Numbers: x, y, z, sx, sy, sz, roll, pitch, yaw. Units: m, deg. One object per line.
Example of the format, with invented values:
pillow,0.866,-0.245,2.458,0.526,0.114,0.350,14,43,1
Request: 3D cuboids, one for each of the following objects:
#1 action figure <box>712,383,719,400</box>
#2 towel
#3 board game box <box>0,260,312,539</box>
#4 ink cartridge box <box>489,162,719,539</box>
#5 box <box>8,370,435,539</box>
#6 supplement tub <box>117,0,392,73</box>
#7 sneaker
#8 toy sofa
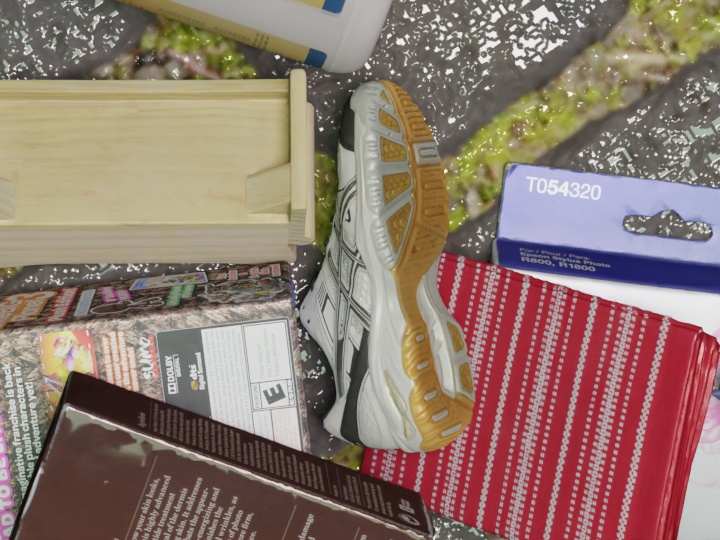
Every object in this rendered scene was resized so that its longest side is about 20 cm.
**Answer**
action figure,0.291,0.074,1.321,0.199,0.104,0.194,24,78,-36
towel,0.093,0.076,1.319,0.199,0.022,0.145,18,103,34
board game box,-0.126,0.092,1.326,0.199,0.097,0.160,-6,102,-2
ink cartridge box,0.164,0.051,1.368,0.195,0.043,0.201,6,98,-3
box,-0.074,0.136,1.252,0.199,0.075,0.101,21,101,-9
supplement tub,-0.072,-0.198,1.275,0.199,0.145,0.145,18,96,-5
sneaker,0.000,0.000,1.323,0.087,0.075,0.201,-7,88,36
toy sofa,-0.124,-0.055,1.331,0.199,0.098,0.083,-1,72,-2
